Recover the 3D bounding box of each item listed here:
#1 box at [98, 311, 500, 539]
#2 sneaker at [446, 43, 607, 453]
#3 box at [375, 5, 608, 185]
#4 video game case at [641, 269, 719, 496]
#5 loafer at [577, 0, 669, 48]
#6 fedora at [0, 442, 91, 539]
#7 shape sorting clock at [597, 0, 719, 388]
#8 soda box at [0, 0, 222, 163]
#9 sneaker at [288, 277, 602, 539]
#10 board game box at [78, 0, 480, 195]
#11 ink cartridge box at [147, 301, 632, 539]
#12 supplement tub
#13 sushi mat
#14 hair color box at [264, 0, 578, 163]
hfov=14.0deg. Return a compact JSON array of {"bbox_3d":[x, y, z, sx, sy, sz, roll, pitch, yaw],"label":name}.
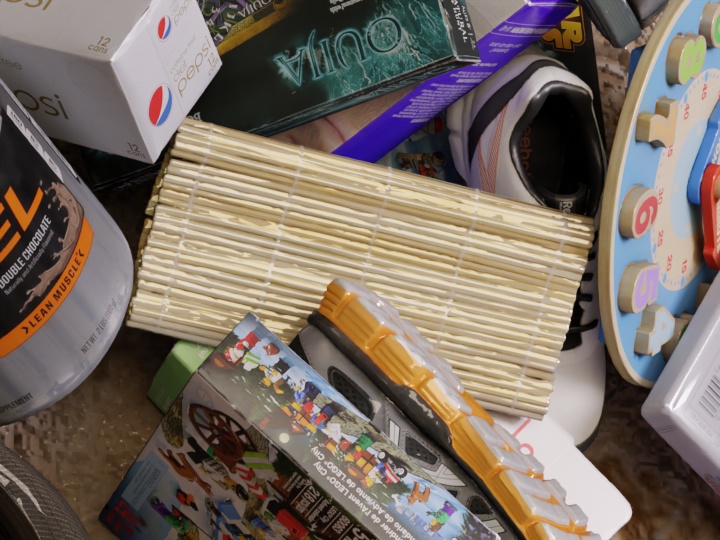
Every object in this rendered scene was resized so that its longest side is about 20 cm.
[{"bbox_3d":[-0.032,0.109,1.242,0.136,0.200,0.038,42,63,3],"label":"box"},{"bbox_3d":[0.082,-0.005,1.366,0.073,0.080,0.201,-12,102,-18],"label":"sneaker"},{"bbox_3d":[0.049,-0.098,1.453,0.136,0.040,0.201,2,67,-19],"label":"box"},{"bbox_3d":[0.241,0.052,1.431,0.182,0.023,0.200,44,59,-19],"label":"video game case"},{"bbox_3d":[0.119,-0.159,1.385,0.063,0.200,0.072,-32,113,6],"label":"loafer"},{"bbox_3d":[-0.201,0.151,1.229,0.200,0.090,0.177,44,59,10],"label":"fedora"},{"bbox_3d":[0.158,-0.043,1.390,0.039,0.200,0.201,11,59,22],"label":"shape sorting clock"},{"bbox_3d":[-0.165,-0.112,1.313,0.199,0.068,0.064,15,56,28],"label":"soda box"},{"bbox_3d":[0.034,0.096,1.257,0.077,0.078,0.200,-45,65,7],"label":"sneaker"},{"bbox_3d":[-0.053,-0.127,1.319,0.028,0.199,0.136,-5,78,-62],"label":"board game box"},{"bbox_3d":[0.014,0.083,1.345,0.200,0.067,0.117,46,63,5],"label":"ink cartridge box"},{"bbox_3d":[-0.192,-0.034,1.243,0.200,0.122,0.123,53,50,-42],"label":"supplement tub"},{"bbox_3d":[0.000,0.000,1.309,0.199,0.012,0.096,13,93,-9],"label":"sushi mat"},{"bbox_3d":[-0.012,-0.109,1.351,0.110,0.200,0.065,59,26,12],"label":"hair color box"}]
